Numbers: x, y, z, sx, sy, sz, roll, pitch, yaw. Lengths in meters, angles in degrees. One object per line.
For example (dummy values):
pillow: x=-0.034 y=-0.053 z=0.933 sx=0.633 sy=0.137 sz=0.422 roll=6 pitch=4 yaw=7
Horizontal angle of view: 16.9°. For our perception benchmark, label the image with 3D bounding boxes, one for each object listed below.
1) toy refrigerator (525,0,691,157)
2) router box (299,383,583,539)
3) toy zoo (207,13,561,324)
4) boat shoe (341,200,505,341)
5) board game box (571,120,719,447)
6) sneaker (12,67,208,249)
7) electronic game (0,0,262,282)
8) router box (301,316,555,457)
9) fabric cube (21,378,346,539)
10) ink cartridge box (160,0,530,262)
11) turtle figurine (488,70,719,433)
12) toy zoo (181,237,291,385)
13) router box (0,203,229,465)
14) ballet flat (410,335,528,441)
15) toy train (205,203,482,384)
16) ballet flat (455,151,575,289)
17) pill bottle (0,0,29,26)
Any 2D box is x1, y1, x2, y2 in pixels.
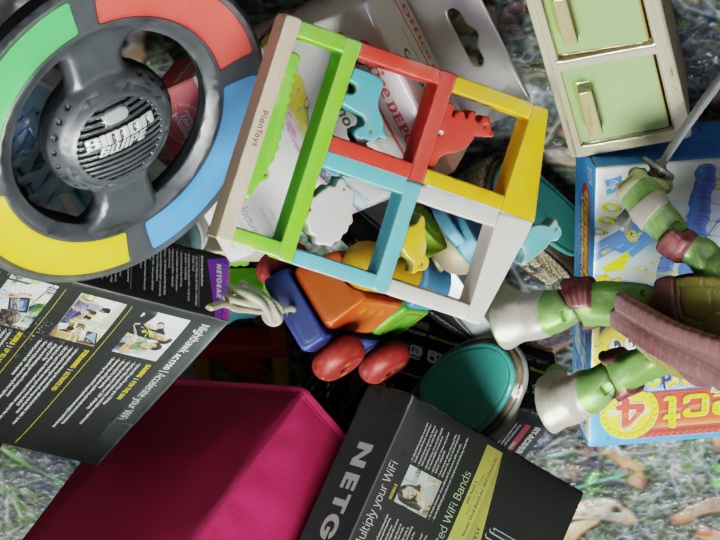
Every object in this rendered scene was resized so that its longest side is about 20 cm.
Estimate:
toy refrigerator: x=0.136 y=-0.158 z=1.390 sx=0.076 sy=0.070 sz=0.200 roll=-9 pitch=138 yaw=11
router box: x=0.034 y=0.194 z=1.511 sx=0.157 sy=0.201 sz=0.052 roll=32 pitch=168 yaw=-33
toy zoo: x=0.025 y=-0.051 z=1.374 sx=0.199 sy=0.132 sz=0.020 roll=17 pitch=180 yaw=-21
boat shoe: x=0.027 y=-0.010 z=1.558 sx=0.066 sy=0.070 sz=0.200 roll=-26 pitch=130 yaw=27
board game box: x=0.234 y=0.006 z=1.513 sx=0.199 sy=0.056 sz=0.197 roll=-5 pitch=117 yaw=-5
sneaker: x=-0.175 y=-0.055 z=1.494 sx=0.200 sy=0.082 sz=0.074 roll=36 pitch=123 yaw=-20
electronic game: x=-0.141 y=-0.080 z=1.351 sx=0.199 sy=0.042 sz=0.201 roll=-21 pitch=133 yaw=-25
router box: x=0.029 y=0.116 z=1.704 sx=0.149 sy=0.062 sz=0.200 roll=18 pitch=136 yaw=-16
fabric cube: x=-0.089 y=0.210 z=1.585 sx=0.196 sy=0.200 sz=0.200 roll=-2 pitch=135 yaw=52
ink cartridge box: x=-0.013 y=-0.098 z=1.432 sx=0.199 sy=0.068 sz=0.117 roll=-22 pitch=107 yaw=24
turtle figurine: x=0.187 y=0.009 z=1.436 sx=0.193 sy=0.201 sz=0.144 roll=-19 pitch=147 yaw=26
toy zoo: x=-0.115 y=0.047 z=1.653 sx=0.130 sy=0.021 sz=0.201 roll=-1 pitch=139 yaw=3
router box: x=-0.189 y=0.043 z=1.497 sx=0.149 sy=0.051 sz=0.200 roll=16 pitch=143 yaw=-25
ballet flat: x=0.059 y=0.103 z=1.608 sx=0.064 sy=0.068 sz=0.200 roll=0 pitch=147 yaw=-43
toy train: x=0.000 y=0.000 z=1.425 sx=0.116 sy=0.085 sz=0.200 roll=-37 pitch=163 yaw=17
ballet flat: x=0.135 y=-0.010 z=1.570 sx=0.200 sy=0.068 sz=0.075 roll=33 pitch=152 yaw=-23
pill bottle: x=-0.230 y=-0.144 z=1.379 sx=0.116 sy=0.116 sz=0.200 roll=29 pitch=129 yaw=-28
